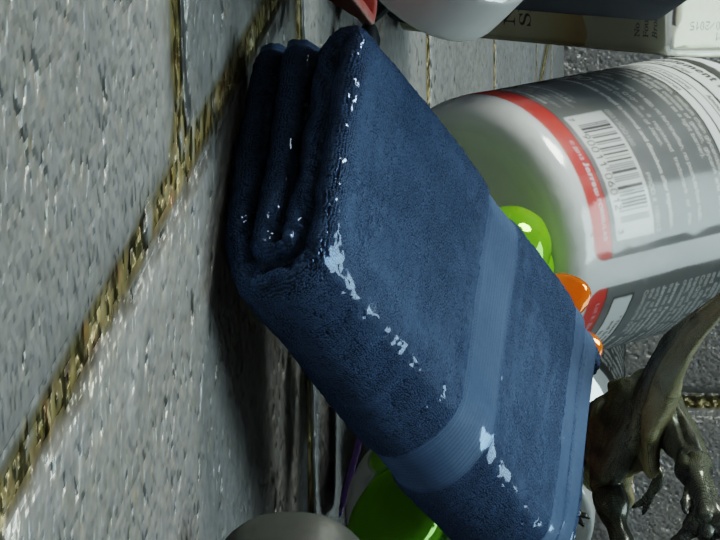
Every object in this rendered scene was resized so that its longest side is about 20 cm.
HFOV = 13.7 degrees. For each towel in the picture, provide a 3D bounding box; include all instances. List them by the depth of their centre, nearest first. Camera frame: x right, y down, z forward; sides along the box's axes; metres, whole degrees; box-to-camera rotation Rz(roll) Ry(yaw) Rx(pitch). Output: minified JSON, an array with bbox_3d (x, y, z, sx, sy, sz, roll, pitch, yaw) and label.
[{"bbox_3d":[0.019,0.016,1.000,0.200,0.048,0.112,51,39,-45],"label":"towel"}]

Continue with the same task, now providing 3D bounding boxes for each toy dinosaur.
[{"bbox_3d":[0.107,0.069,1.094,0.200,0.047,0.088,120,-28,-64],"label":"toy dinosaur"}]

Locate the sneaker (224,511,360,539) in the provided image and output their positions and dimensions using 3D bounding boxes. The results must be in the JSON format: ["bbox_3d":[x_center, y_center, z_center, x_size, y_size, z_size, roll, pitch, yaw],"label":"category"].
[{"bbox_3d":[-0.019,0.182,0.891,0.108,0.067,0.202,-76,162,-59],"label":"sneaker"}]

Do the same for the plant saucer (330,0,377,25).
[{"bbox_3d":[-0.019,-0.189,0.946,0.200,0.037,0.200,28,64,-83],"label":"plant saucer"}]

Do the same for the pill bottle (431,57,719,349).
[{"bbox_3d":[0.114,-0.029,1.269,0.200,0.116,0.116,-13,108,-43],"label":"pill bottle"}]

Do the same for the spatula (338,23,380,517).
[{"bbox_3d":[0.000,0.000,1.211,0.057,0.021,0.200,-80,169,-85],"label":"spatula"}]

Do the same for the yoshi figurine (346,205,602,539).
[{"bbox_3d":[0.013,0.062,1.124,0.112,0.112,0.200,-34,-148,54],"label":"yoshi figurine"}]

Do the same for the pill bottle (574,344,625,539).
[{"bbox_3d":[0.062,0.040,1.346,0.200,0.116,0.116,-81,170,-48],"label":"pill bottle"}]

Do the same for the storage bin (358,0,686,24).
[{"bbox_3d":[0.079,-0.192,1.235,0.146,0.134,0.200,148,-52,-65],"label":"storage bin"}]

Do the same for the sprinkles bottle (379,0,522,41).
[{"bbox_3d":[0.075,-0.161,1.013,0.200,0.068,0.068,-45,-154,39],"label":"sprinkles bottle"}]

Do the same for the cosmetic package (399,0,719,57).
[{"bbox_3d":[0.104,-0.155,1.385,0.200,0.071,0.105,9,-80,54],"label":"cosmetic package"}]
